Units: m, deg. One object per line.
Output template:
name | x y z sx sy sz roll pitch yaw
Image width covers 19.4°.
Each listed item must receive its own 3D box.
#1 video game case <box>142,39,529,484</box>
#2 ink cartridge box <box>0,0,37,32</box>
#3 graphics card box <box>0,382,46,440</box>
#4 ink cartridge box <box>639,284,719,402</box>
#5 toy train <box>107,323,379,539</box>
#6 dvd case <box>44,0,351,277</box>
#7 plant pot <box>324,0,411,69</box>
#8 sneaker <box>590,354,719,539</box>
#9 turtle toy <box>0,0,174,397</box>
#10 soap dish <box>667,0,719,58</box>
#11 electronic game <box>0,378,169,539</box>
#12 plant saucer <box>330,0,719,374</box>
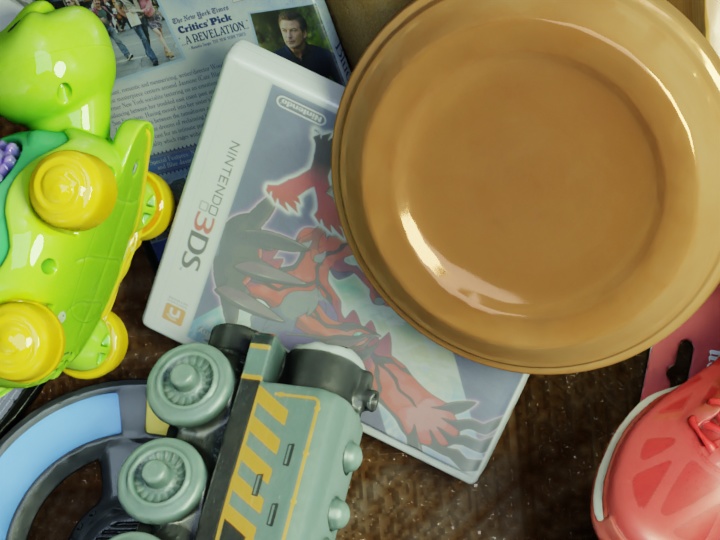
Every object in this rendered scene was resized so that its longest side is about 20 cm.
video game case | 0.000 0.000 1.068 0.200 0.023 0.182 25 127 5
ink cartridge box | -0.224 -0.148 1.103 0.116 0.067 0.200 28 69 0
graphics card box | -0.241 -0.010 1.132 0.200 0.051 0.126 36 87 4
ink cartridge box | 0.237 0.069 1.099 0.175 0.084 0.200 11 87 3
toy train | -0.059 0.120 1.043 0.114 0.085 0.200 6 61 18
dvd case | -0.068 -0.075 1.086 0.142 0.018 0.200 -12 114 20
plant pot | 0.083 -0.097 1.078 0.186 0.186 0.200 -15 98 0
sneaker | 0.185 0.051 0.962 0.078 0.116 0.200 39 52 7
turtle toy | -0.159 -0.032 1.039 0.101 0.146 0.200 18 91 10
soap dish | 0.225 -0.097 1.015 0.157 0.081 0.200 -3 96 2
electronic game | -0.118 0.158 1.119 0.200 0.042 0.200 0 86 -2
plant saucer | 0.080 -0.043 0.978 0.200 0.037 0.201 4 108 14
